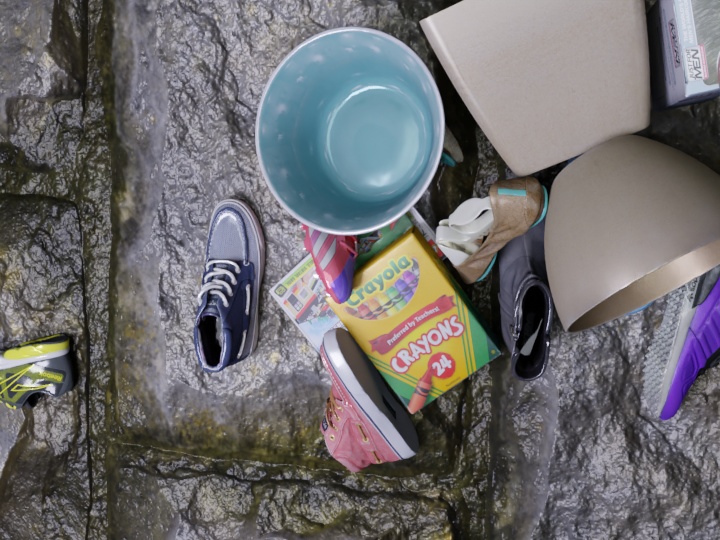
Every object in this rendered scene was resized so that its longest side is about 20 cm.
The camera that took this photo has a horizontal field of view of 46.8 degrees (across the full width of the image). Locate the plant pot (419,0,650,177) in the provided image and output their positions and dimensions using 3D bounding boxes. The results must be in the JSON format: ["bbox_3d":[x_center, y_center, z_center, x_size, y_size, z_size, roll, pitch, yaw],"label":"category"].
[{"bbox_3d":[0.189,-0.209,0.837,0.198,0.200,0.179,-21,102,14],"label":"plant pot"}]

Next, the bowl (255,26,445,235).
[{"bbox_3d":[0.003,-0.138,0.858,0.198,0.105,0.204,1,93,21],"label":"bowl"}]

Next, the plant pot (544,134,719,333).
[{"bbox_3d":[0.254,-0.047,0.788,0.199,0.200,0.136,-29,73,14],"label":"plant pot"}]

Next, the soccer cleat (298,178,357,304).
[{"bbox_3d":[-0.028,-0.055,0.919,0.076,0.067,0.202,-20,51,7],"label":"soccer cleat"}]

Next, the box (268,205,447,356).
[{"bbox_3d":[0.000,0.000,0.978,0.200,0.035,0.110,-41,87,14],"label":"box"}]

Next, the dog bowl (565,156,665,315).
[{"bbox_3d":[0.278,-0.047,0.902,0.110,0.050,0.203,-3,95,13],"label":"dog bowl"}]

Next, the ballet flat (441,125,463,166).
[{"bbox_3d":[0.037,-0.189,0.934,0.198,0.067,0.063,30,89,7],"label":"ballet flat"}]

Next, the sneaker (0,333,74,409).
[{"bbox_3d":[-0.463,0.145,1.079,0.198,0.074,0.086,-15,94,14],"label":"sneaker"}]

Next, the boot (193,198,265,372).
[{"bbox_3d":[-0.158,0.017,0.987,0.072,0.090,0.203,-1,96,13],"label":"boot"}]

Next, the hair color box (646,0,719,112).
[{"bbox_3d":[0.316,-0.213,0.795,0.060,0.200,0.100,-10,95,13],"label":"hair color box"}]

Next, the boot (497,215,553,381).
[{"bbox_3d":[0.182,0.006,0.885,0.069,0.132,0.203,-4,97,5],"label":"boot"}]

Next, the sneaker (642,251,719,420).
[{"bbox_3d":[0.371,0.073,0.886,0.098,0.070,0.203,13,102,3],"label":"sneaker"}]

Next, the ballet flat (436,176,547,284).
[{"bbox_3d":[0.122,-0.042,0.870,0.071,0.200,0.069,8,70,-13],"label":"ballet flat"}]

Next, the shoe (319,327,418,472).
[{"bbox_3d":[-0.015,0.156,0.951,0.090,0.072,0.201,-23,123,17],"label":"shoe"}]

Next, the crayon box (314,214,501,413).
[{"bbox_3d":[0.050,0.043,0.930,0.126,0.051,0.201,-36,97,14],"label":"crayon box"}]
